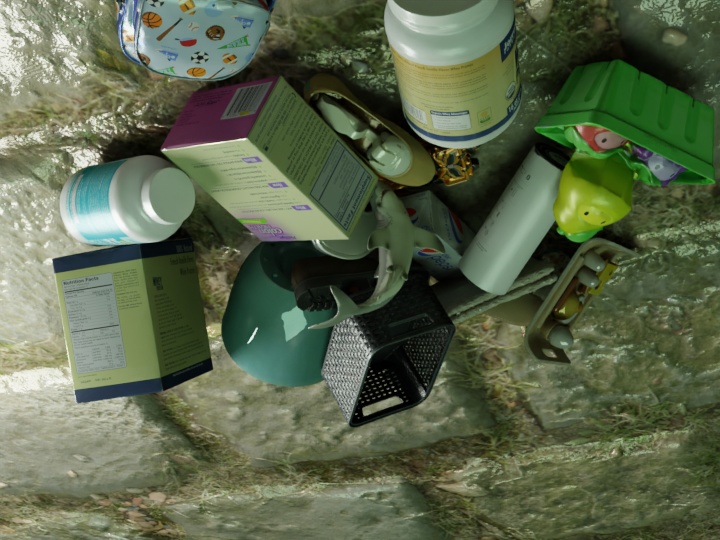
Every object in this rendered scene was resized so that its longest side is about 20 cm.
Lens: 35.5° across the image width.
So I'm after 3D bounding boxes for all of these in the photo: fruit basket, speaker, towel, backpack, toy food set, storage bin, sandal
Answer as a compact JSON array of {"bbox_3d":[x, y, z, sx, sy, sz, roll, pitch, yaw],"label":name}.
[{"bbox_3d":[0.311,-0.130,1.370,0.214,0.218,0.155,20,176,-25],"label":"fruit basket"},{"bbox_3d":[0.212,-0.067,1.503,0.081,0.081,0.201,19,116,-24],"label":"speaker"},{"bbox_3d":[0.174,0.025,1.619,0.199,0.132,0.035,-22,104,-14],"label":"towel"},{"bbox_3d":[-0.177,-0.291,1.210,0.198,0.155,0.191,9,154,-16],"label":"backpack"},{"bbox_3d":[0.327,0.048,1.632,0.143,0.060,0.201,12,113,-58],"label":"toy food set"},{"bbox_3d":[0.035,0.112,1.549,0.134,0.094,0.201,-16,147,-25],"label":"storage bin"},{"bbox_3d":[0.208,0.033,1.727,0.210,0.070,0.078,0,128,39],"label":"sandal"}]

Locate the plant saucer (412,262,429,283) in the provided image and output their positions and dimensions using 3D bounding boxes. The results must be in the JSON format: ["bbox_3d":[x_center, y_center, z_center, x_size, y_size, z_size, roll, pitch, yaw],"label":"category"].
[{"bbox_3d":[0.042,0.056,1.659,0.029,0.200,0.201,31,154,25],"label":"plant saucer"}]

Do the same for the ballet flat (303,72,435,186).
[{"bbox_3d":[0.007,-0.163,1.390,0.199,0.063,0.069,36,114,-9],"label":"ballet flat"}]

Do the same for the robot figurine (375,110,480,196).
[{"bbox_3d":[0.061,-0.146,1.474,0.198,0.059,0.145,-8,145,13],"label":"robot figurine"}]

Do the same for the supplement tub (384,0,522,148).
[{"bbox_3d":[0.104,-0.251,1.253,0.143,0.145,0.201,-5,145,9],"label":"supplement tub"}]

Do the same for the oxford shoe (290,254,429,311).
[{"bbox_3d":[0.000,0.000,1.538,0.198,0.085,0.073,-1,140,-23],"label":"oxford shoe"}]

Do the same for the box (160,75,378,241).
[{"bbox_3d":[-0.111,-0.132,1.398,0.175,0.097,0.200,-1,145,46],"label":"box"}]

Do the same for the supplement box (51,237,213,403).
[{"bbox_3d":[-0.317,0.065,1.593,0.133,0.202,0.200,-9,-178,13],"label":"supplement box"}]

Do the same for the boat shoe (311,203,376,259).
[{"bbox_3d":[-0.014,-0.056,1.531,0.061,0.074,0.199,-3,-171,35],"label":"boat shoe"}]

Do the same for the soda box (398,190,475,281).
[{"bbox_3d":[0.104,-0.045,1.566,0.068,0.064,0.200,-13,159,21],"label":"soda box"}]

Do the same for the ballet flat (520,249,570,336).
[{"bbox_3d":[0.291,0.050,1.741,0.075,0.064,0.201,2,144,-1],"label":"ballet flat"}]

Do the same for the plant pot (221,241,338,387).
[{"bbox_3d":[-0.096,0.040,1.631,0.199,0.202,0.162,7,137,-8],"label":"plant pot"}]

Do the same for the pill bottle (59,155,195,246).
[{"bbox_3d":[-0.299,-0.090,1.464,0.110,0.112,0.199,33,158,-37],"label":"pill bottle"}]

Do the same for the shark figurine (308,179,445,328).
[{"bbox_3d":[0.023,0.002,1.440,0.128,0.216,0.089,31,150,-15],"label":"shark figurine"}]
